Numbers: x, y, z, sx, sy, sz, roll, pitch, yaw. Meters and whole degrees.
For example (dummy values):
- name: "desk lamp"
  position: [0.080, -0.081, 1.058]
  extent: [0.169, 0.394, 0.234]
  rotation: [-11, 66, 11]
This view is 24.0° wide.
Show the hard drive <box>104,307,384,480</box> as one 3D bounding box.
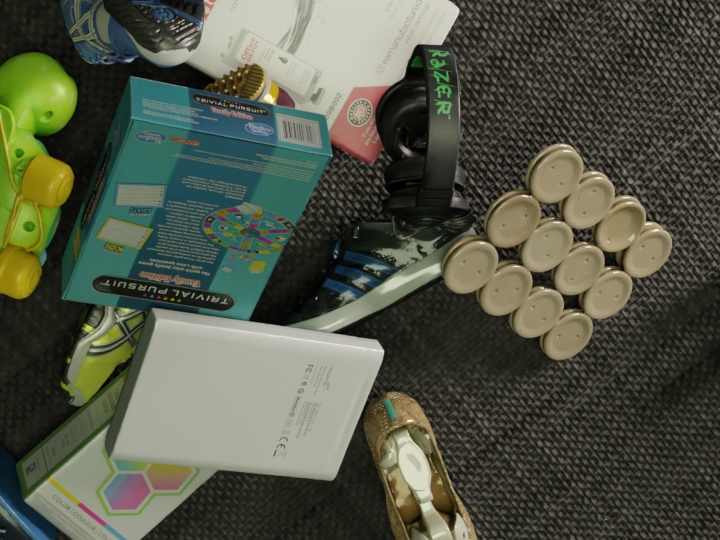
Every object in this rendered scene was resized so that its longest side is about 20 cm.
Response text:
- name: "hard drive"
  position: [-0.093, 0.103, 1.371]
  extent: [0.200, 0.026, 0.132]
  rotation: [10, 115, -26]

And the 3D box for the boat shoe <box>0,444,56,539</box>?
- name: "boat shoe"
  position: [-0.338, 0.165, 1.408]
  extent: [0.069, 0.084, 0.200]
  rotation: [-42, 90, 11]

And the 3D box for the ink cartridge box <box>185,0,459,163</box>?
- name: "ink cartridge box"
  position: [-0.046, -0.197, 1.346]
  extent: [0.200, 0.083, 0.147]
  rotation: [27, 100, -14]

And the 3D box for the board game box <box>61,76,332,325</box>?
- name: "board game box"
  position: [-0.128, -0.047, 1.277]
  extent: [0.151, 0.047, 0.200]
  rotation: [10, 136, -20]

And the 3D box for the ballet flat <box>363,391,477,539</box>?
- name: "ballet flat"
  position: [0.054, 0.202, 1.472]
  extent: [0.070, 0.065, 0.200]
  rotation: [-26, 107, -2]

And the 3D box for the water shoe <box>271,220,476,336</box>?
- name: "water shoe"
  position: [0.000, 0.000, 1.422]
  extent: [0.200, 0.072, 0.079]
  rotation: [-28, 84, -4]

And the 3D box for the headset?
- name: "headset"
  position: [0.061, -0.086, 1.301]
  extent: [0.094, 0.124, 0.200]
  rotation: [2, 149, -9]

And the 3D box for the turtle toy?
- name: "turtle toy"
  position: [-0.284, -0.076, 1.331]
  extent: [0.146, 0.101, 0.200]
  rotation: [24, 98, 10]

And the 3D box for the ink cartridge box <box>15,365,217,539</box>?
- name: "ink cartridge box"
  position: [-0.177, 0.142, 1.413]
  extent: [0.200, 0.059, 0.104]
  rotation: [-41, 122, 3]

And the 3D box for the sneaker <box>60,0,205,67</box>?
- name: "sneaker"
  position: [-0.173, -0.188, 1.281]
  extent: [0.076, 0.200, 0.077]
  rotation: [-4, 117, -27]

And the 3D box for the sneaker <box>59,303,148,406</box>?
- name: "sneaker"
  position: [-0.181, 0.031, 1.389]
  extent: [0.076, 0.075, 0.200]
  rotation: [29, 100, -14]

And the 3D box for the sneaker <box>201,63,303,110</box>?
- name: "sneaker"
  position: [-0.123, -0.088, 1.332]
  extent: [0.200, 0.075, 0.090]
  rotation: [-17, 129, 40]

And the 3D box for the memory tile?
- name: "memory tile"
  position: [0.167, -0.013, 1.416]
  extent: [0.153, 0.017, 0.200]
  rotation: [-48, 133, 9]
